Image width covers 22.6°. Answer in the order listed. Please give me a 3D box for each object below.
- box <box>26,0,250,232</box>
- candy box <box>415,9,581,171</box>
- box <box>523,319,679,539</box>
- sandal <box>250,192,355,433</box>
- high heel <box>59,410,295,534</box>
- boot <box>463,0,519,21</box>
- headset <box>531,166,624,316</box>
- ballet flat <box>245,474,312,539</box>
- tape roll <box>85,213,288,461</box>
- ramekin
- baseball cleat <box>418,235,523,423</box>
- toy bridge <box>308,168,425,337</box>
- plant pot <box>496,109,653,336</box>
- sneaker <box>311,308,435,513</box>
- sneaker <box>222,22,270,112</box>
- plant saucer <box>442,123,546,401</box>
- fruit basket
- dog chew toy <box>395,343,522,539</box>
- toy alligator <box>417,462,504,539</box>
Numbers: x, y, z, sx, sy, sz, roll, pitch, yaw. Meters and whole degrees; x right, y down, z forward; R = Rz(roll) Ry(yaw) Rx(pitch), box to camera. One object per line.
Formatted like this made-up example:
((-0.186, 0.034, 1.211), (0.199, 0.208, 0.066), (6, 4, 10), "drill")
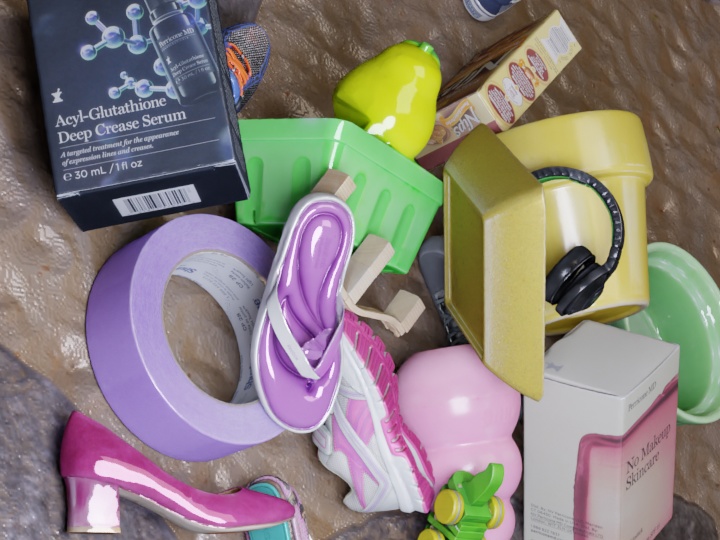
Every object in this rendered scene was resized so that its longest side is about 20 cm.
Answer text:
((-0.183, -0.152, 1.486), (0.107, 0.148, 0.201), (77, 1, -75), "box")
((0.137, -0.188, 1.873), (0.055, 0.115, 0.200), (55, 43, -11), "candy box")
((0.234, 0.171, 1.752), (0.128, 0.108, 0.201), (-34, 130, -47), "box")
((-0.044, 0.038, 1.482), (0.082, 0.050, 0.204), (1, 101, -20), "sandal")
((-0.145, 0.163, 1.449), (0.199, 0.067, 0.097), (3, 79, -22), "high heel")
((0.194, -0.349, 2.023), (0.073, 0.090, 0.200), (52, 44, -15), "boot")
((0.177, 0.002, 1.717), (0.201, 0.123, 0.094), (-68, 164, 0), "headset")
((-0.055, 0.271, 1.515), (0.071, 0.069, 0.201), (17, 58, -57), "ballet flat")
((-0.133, 0.057, 1.526), (0.199, 0.065, 0.201), (22, 57, -39), "tape roll")
((0.311, 0.079, 1.944), (0.199, 0.097, 0.201), (21, 59, -39), "ramekin")
((0.111, 0.064, 1.768), (0.200, 0.070, 0.106), (54, 43, -12), "baseball cleat")
((0.000, 0.000, 1.570), (0.067, 0.027, 0.200), (-52, 140, -19), "toy bridge")
((0.206, -0.040, 1.815), (0.200, 0.200, 0.190), (0, 74, -46), "plant pot")
((-0.007, 0.131, 1.593), (0.081, 0.088, 0.201), (-39, 110, -74), "sneaker")
((-0.129, -0.162, 1.618), (0.075, 0.078, 0.200), (50, 44, -17), "sneaker")
((0.114, -0.009, 1.614), (0.048, 0.200, 0.201), (-6, 112, -10), "plant saucer")
((-0.007, -0.114, 1.633), (0.215, 0.155, 0.217), (-5, 96, -57), "fruit basket")
((0.095, 0.171, 1.671), (0.124, 0.124, 0.201), (-3, 82, -46), "dog chew toy")
((0.073, 0.246, 1.610), (0.059, 0.201, 0.054), (10, 23, -33), "toy alligator")
